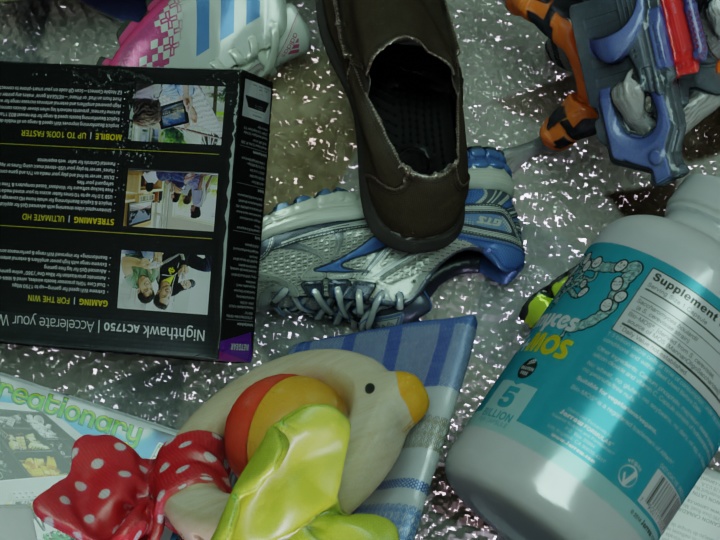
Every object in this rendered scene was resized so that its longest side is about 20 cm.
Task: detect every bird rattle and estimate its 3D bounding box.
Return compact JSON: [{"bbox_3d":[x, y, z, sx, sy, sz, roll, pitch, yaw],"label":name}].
[{"bbox_3d":[-0.051,0.103,1.023,0.163,0.199,0.113,-46,116,-32],"label":"bird rattle"}]

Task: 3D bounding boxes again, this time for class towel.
[{"bbox_3d":[-0.018,0.117,1.058,0.024,0.146,0.201,34,63,-30],"label":"towel"}]

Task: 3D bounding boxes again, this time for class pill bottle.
[{"bbox_3d":[0.138,0.050,1.041,0.110,0.111,0.200,34,75,9],"label":"pill bottle"}]

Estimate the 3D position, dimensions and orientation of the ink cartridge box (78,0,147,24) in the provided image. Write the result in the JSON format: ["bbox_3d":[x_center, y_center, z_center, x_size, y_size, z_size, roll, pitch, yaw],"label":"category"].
[{"bbox_3d":[-0.175,-0.270,1.226,0.199,0.047,0.198,25,72,8],"label":"ink cartridge box"}]

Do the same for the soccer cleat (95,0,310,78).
[{"bbox_3d":[-0.081,-0.125,1.167,0.086,0.070,0.201,31,73,8],"label":"soccer cleat"}]

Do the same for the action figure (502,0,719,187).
[{"bbox_3d":[0.138,-0.145,1.109,0.104,0.193,0.201,-10,95,-43],"label":"action figure"}]

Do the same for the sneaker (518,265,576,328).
[{"bbox_3d":[0.189,0.006,1.144,0.199,0.074,0.081,-29,84,-5],"label":"sneaker"}]

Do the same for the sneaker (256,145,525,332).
[{"bbox_3d":[0.000,0.000,1.129,0.199,0.077,0.086,-19,78,-8],"label":"sneaker"}]

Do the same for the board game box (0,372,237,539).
[{"bbox_3d":[-0.175,0.126,1.099,0.199,0.035,0.127,18,72,3],"label":"board game box"}]

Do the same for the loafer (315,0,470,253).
[{"bbox_3d":[0.026,-0.112,1.104,0.073,0.071,0.201,-7,66,-14],"label":"loafer"}]

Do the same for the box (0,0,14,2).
[{"bbox_3d":[-0.132,-0.252,1.139,0.199,0.097,0.177,-8,64,-6],"label":"box"}]

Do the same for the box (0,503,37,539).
[{"bbox_3d":[-0.235,0.211,0.973,0.106,0.200,0.153,3,65,-44],"label":"box"}]

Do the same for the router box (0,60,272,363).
[{"bbox_3d":[-0.151,-0.033,1.096,0.199,0.051,0.150,4,88,18],"label":"router box"}]

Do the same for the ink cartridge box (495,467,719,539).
[{"bbox_3d":[0.138,0.192,1.084,0.160,0.050,0.201,22,75,1],"label":"ink cartridge box"}]
